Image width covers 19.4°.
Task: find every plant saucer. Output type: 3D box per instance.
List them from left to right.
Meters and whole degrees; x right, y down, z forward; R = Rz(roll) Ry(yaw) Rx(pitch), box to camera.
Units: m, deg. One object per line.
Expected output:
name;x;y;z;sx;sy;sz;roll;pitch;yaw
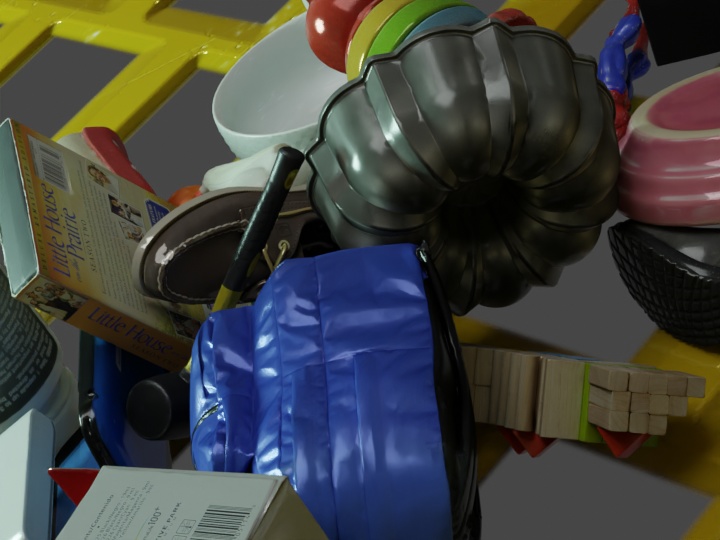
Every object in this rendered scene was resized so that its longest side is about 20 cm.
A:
plant saucer;0.247;-0.089;1.323;0.199;0.051;0.201;-16;18;6

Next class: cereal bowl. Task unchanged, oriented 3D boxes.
cereal bowl;-0.009;-0.131;1.602;0.199;0.084;0.201;-22;31;14

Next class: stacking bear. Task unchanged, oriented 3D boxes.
stacking bear;0.039;-0.147;1.442;0.200;0.121;0.114;37;93;41

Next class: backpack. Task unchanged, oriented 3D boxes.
backpack;-0.012;0.114;1.222;0.167;0.163;0.201;-13;46;0

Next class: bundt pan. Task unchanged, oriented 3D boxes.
bundt pan;0.069;-0.049;1.280;0.201;0.202;0.076;-25;45;10

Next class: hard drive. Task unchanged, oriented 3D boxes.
hard drive;-0.284;0.195;1.422;0.200;0.026;0.132;-38;31;20

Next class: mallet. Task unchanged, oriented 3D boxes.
mallet;-0.075;0.017;1.288;0.041;0.066;0.201;35;103;27

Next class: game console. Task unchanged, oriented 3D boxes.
game console;-0.186;0.113;1.375;0.118;0.171;0.200;-19;35;7

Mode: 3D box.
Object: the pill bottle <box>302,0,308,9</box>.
pill bottle;0.031;-0.286;1.751;0.199;0.109;0.109;-30;34;3

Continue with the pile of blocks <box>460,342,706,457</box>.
pile of blocks;0.127;0.084;1.264;0.200;0.082;0.063;7;92;56

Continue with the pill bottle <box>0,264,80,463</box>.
pill bottle;-0.282;0.052;1.491;0.113;0.200;0.114;-21;35;16

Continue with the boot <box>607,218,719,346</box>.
boot;0.252;-0.010;1.276;0.131;0.070;0.200;-34;33;-20

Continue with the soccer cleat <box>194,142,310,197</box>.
soccer cleat;-0.068;-0.054;1.508;0.077;0.069;0.200;-38;9;-6

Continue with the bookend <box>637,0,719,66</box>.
bookend;0.260;-0.196;1.404;0.199;0.093;0.199;-12;14;28

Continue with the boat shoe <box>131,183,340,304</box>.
boat shoe;-0.052;-0.014;1.345;0.199;0.072;0.059;-12;31;-39

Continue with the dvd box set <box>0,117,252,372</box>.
dvd box set;-0.148;-0.003;1.361;0.029;0.199;0.147;-42;43;22

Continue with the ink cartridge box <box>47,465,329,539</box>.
ink cartridge box;-0.078;0.200;1.137;0.175;0.200;0.084;-1;45;38

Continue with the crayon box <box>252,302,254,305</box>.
crayon box;0.000;0.000;1.458;0.200;0.058;0.119;-44;35;-16

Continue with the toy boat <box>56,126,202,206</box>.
toy boat;-0.163;-0.034;1.604;0.130;0.131;0.200;-9;28;-21

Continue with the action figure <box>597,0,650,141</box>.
action figure;0.153;-0.122;1.482;0.098;0.066;0.201;-7;39;16
